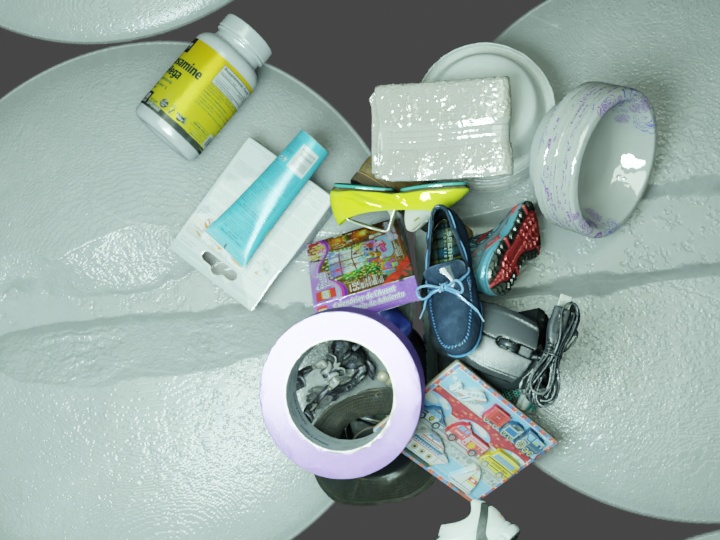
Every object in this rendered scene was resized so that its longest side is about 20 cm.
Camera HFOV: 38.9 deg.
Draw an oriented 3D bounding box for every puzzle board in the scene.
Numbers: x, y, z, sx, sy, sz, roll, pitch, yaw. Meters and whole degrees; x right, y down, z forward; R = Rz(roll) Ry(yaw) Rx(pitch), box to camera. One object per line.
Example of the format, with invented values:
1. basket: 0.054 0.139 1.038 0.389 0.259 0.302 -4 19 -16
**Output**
1. puzzle board: 0.137 0.215 1.315 0.150 0.017 0.199 -42 117 20

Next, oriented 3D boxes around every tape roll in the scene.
1. tape roll: -0.021 0.148 1.247 0.197 0.066 0.203 1 93 8

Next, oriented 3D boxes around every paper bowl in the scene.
1. paper bowl: 0.304 -0.152 1.372 0.104 0.200 0.202 21 80 41
2. paper bowl: 0.173 -0.220 1.429 0.198 0.104 0.204 -1 79 6

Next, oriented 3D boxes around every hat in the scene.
1. hat: 0.017 0.218 1.362 0.198 0.081 0.203 -4 121 -7

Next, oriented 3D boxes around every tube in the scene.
1. tube: -0.127 -0.105 1.427 0.077 0.050 0.200 41 91 15

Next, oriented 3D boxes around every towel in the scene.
1. towel: 0.106 -0.187 1.357 0.198 0.034 0.134 -2 91 23

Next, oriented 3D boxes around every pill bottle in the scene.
1. pill bottle: -0.223 -0.267 1.476 0.112 0.112 0.201 38 84 11

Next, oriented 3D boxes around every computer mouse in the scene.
1. computer mouse: 0.166 0.079 1.275 0.198 0.053 0.140 13 78 34

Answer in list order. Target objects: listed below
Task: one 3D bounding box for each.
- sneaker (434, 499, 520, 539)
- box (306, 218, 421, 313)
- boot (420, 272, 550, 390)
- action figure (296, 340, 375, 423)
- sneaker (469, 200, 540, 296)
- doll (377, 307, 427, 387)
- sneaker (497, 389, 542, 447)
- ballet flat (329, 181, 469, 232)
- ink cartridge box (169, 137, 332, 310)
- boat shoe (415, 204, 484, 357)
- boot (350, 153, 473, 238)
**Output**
1. sneaker: 0.116 0.388 1.350 0.200 0.074 0.080 -41 68 -9
2. box: 0.000 0.000 1.370 0.135 0.200 0.039 -17 115 2
3. boot: 0.170 0.074 1.355 0.166 0.076 0.202 -14 58 21
4. action figure: -0.055 0.134 1.383 0.101 0.200 0.120 -19 105 37
5. sneaker: 0.178 -0.036 1.380 0.095 0.200 0.080 -1 115 33
6. doll: 0.057 0.103 1.397 0.136 0.048 0.201 -37 90 -38
7. sneaker: 0.204 0.152 1.389 0.090 0.078 0.202 22 78 25
8. ballet flat: 0.052 -0.086 1.378 0.197 0.067 0.068 1 94 20
9. ink cartridge box: -0.153 -0.065 1.468 0.159 0.047 0.201 36 87 10
10. boat shoe: 0.102 0.010 1.272 0.083 0.069 0.202 -20 55 15
11. boot: 0.086 -0.104 1.441 0.199 0.074 0.076 34 78 13
